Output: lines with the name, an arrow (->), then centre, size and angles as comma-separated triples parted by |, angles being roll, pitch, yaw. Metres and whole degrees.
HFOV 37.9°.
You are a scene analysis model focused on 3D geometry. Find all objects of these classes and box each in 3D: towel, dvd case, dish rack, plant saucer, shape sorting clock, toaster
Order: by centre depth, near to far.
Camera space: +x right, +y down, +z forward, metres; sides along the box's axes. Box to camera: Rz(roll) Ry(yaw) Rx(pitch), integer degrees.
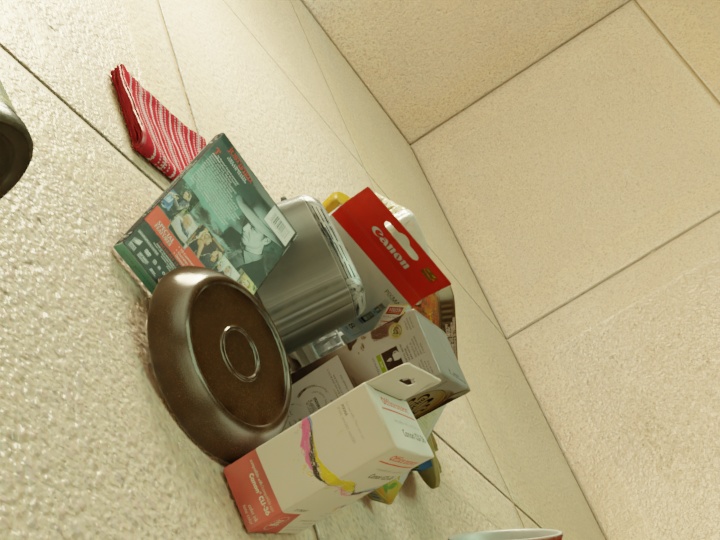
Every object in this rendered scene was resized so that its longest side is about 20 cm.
plant saucer -> -0.124, 0.084, 1.000 | 0.200, 0.032, 0.201 | 43, 34, -38
dvd case -> -0.153, -0.031, 1.087 | 0.146, 0.022, 0.200 | 54, 44, -22
toaster -> -0.077, 0.008, 1.223 | 0.114, 0.128, 0.201 | 83, -19, -65
towel -> -0.235, -0.158, 1.313 | 0.200, 0.022, 0.145 | 43, 20, -55
dish rack -> -0.036, 0.127, 1.370 | 0.172, 0.043, 0.200 | 60, 11, 2
shape sorting clock -> 0.069, 0.210, 1.472 | 0.200, 0.039, 0.202 | 159, -90, -83

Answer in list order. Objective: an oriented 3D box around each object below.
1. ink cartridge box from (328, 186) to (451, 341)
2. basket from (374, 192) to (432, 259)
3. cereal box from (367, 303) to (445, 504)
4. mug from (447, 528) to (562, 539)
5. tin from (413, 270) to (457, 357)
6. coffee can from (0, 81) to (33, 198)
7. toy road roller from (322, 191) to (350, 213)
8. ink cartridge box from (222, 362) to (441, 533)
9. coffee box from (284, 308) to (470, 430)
ink cartridge box -> 0.000, 0.000, 1.316 | 0.160, 0.200, 0.047 | 49, 55, -7
basket -> 0.029, -0.003, 1.638 | 0.123, 0.135, 0.201 | 40, -23, 52
cereal box -> 0.037, 0.161, 1.279 | 0.144, 0.039, 0.201 | 51, 58, -32
mug -> 0.153, 0.406, 1.200 | 0.133, 0.176, 0.202 | 31, 54, -75
tin -> 0.092, 0.092, 1.490 | 0.042, 0.112, 0.202 | -6, 96, -37
coffee can -> -0.303, -0.131, 0.621 | 0.201, 0.146, 0.146 | 61, 12, 12
toy road roller -> -0.018, -0.072, 1.787 | 0.146, 0.123, 0.200 | 43, 16, -16
ink cartridge box -> -0.011, 0.167, 0.966 | 0.068, 0.199, 0.116 | 62, 12, 22
coffee box -> 0.002, 0.131, 1.120 | 0.080, 0.199, 0.113 | 67, 13, 24
